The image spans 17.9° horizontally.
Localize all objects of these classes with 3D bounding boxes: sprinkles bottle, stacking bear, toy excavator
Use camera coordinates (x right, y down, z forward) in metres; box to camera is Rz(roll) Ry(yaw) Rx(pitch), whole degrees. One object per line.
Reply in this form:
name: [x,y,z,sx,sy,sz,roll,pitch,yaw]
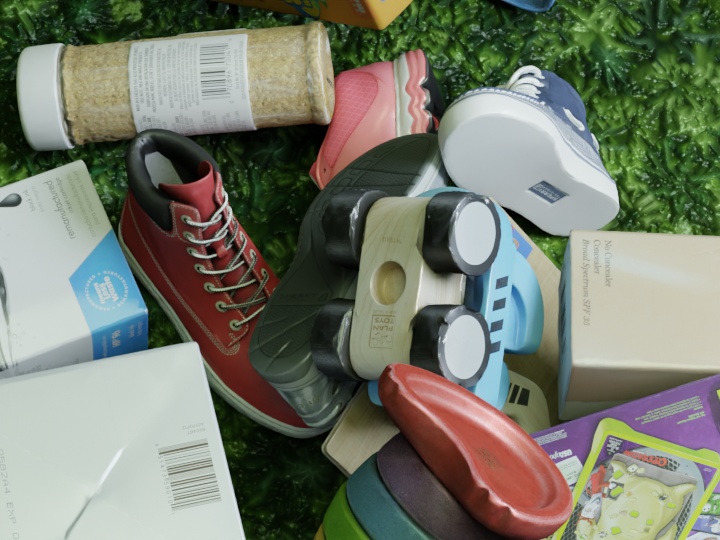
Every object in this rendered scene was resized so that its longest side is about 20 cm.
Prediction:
sprinkles bottle: [-0.118,-0.119,1.470,0.199,0.068,0.069,-4,66,5]
stacking bear: [0.014,0.168,1.236,0.200,0.114,0.122,-52,57,16]
toy excavator: [0.070,0.056,1.344,0.100,0.199,0.196,1,81,41]

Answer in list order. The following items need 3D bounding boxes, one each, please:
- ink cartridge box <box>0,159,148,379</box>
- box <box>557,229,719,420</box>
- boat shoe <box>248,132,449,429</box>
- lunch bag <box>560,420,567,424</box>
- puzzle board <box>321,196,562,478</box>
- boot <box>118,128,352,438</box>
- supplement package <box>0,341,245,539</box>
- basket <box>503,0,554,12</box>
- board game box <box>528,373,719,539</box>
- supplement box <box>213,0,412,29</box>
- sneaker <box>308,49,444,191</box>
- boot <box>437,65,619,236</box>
ink cartridge box: [-0.244,0.024,1.414,0.199,0.068,0.116,-21,70,-14]
box: [0.217,0.036,1.334,0.199,0.078,0.095,1,61,-1]
boat shoe: [0.001,0.001,1.390,0.074,0.065,0.203,0,49,37]
lunch bag: [0.236,0.133,1.395,0.199,0.118,0.165,-18,67,-7]
puzzle board: [0.073,0.077,1.414,0.151,0.017,0.200,45,64,-25]
boot: [-0.077,0.008,1.399,0.072,0.144,0.200,-38,76,-21]
supplement package: [-0.150,0.158,1.293,0.150,0.200,0.153,-11,68,-11]
basket: [0.044,-0.261,1.513,0.199,0.177,0.139,26,60,17]
board game box: [0.177,0.127,1.256,0.199,0.032,0.121,-18,63,9]
supplement box: [-0.044,-0.210,1.480,0.199,0.067,0.069,13,54,46]
sneaker: [0.010,-0.045,1.484,0.086,0.074,0.201,-5,65,12]
boot: [0.098,-0.093,1.449,0.072,0.200,0.091,-24,63,18]
